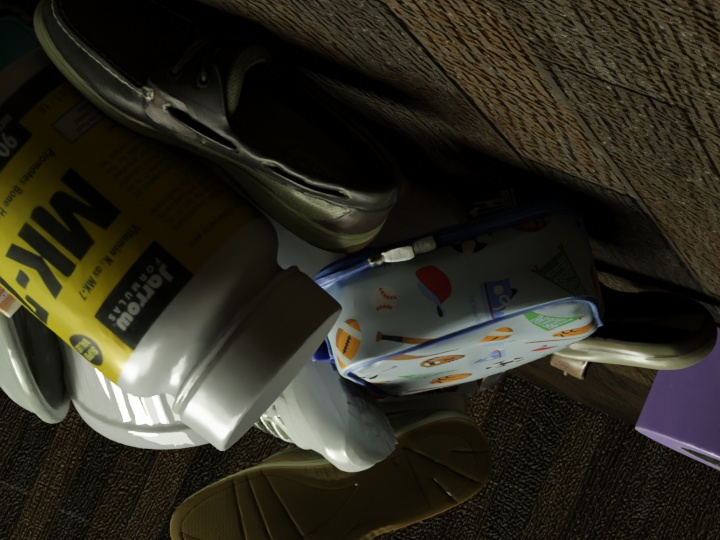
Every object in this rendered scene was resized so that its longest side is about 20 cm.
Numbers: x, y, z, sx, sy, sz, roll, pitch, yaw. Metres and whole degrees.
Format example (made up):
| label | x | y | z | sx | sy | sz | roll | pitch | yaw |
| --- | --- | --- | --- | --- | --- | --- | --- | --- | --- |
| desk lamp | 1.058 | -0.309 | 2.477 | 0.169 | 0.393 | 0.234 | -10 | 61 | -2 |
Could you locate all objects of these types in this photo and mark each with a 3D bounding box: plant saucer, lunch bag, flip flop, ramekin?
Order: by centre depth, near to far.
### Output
| label | x | y | z | sx | sy | sz | roll | pitch | yaw |
| --- | --- | --- | --- | --- | --- | --- | --- | --- | --- |
| lunch bag | 0.053 | 0.018 | 1.158 | 0.160 | 0.076 | 0.200 | -16 | 169 | 6 |
| flip flop | 0.153 | 0.043 | 1.356 | 0.200 | 0.081 | 0.058 | 11 | 131 | 49 |
| plant saucer | -0.260 | 0.017 | 1.512 | 0.050 | 0.201 | 0.200 | -14 | 174 | 2 |
| ramekin | -0.132 | 0.024 | 1.518 | 0.200 | 0.200 | 0.105 | 20 | 142 | 38 |

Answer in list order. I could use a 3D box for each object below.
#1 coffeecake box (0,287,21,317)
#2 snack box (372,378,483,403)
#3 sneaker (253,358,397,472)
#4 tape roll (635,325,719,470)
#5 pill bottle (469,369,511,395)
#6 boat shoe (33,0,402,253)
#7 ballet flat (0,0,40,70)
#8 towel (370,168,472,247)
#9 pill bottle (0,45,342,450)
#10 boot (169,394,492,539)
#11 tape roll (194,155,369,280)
| label | x | y | z | sx | sy | sz | roll | pitch | yaw |
| --- | --- | --- | --- | --- | --- | --- | --- | --- | --- |
| coffeecake box | -0.278 | -0.081 | 1.260 | 0.200 | 0.073 | 0.154 | 40 | -175 | -33 |
| snack box | -0.015 | 0.059 | 1.325 | 0.200 | 0.072 | 0.024 | -7 | 120 | 21 |
| sneaker | -0.043 | 0.070 | 1.248 | 0.076 | 0.080 | 0.200 | 58 | 178 | -32 |
| tape roll | 0.298 | 0.110 | 1.443 | 0.200 | 0.085 | 0.200 | 24 | 176 | 2 |
| pill bottle | 0.018 | 0.007 | 1.459 | 0.200 | 0.112 | 0.112 | 25 | 176 | -35 |
| boat shoe | -0.063 | -0.088 | 1.010 | 0.201 | 0.072 | 0.066 | 36 | 146 | -4 |
| ballet flat | -0.249 | -0.157 | 1.256 | 0.072 | 0.072 | 0.200 | 22 | 174 | 23 |
| towel | 0.000 | 0.000 | 1.336 | 0.200 | 0.032 | 0.191 | 24 | 137 | -14 |
| pill bottle | -0.114 | -0.010 | 1.045 | 0.200 | 0.114 | 0.114 | 40 | 178 | 6 |
| boot | -0.020 | 0.123 | 1.312 | 0.200 | 0.072 | 0.155 | -20 | -167 | 2 |
| tape roll | -0.094 | -0.046 | 1.190 | 0.202 | 0.071 | 0.203 | 35 | 161 | 14 |
